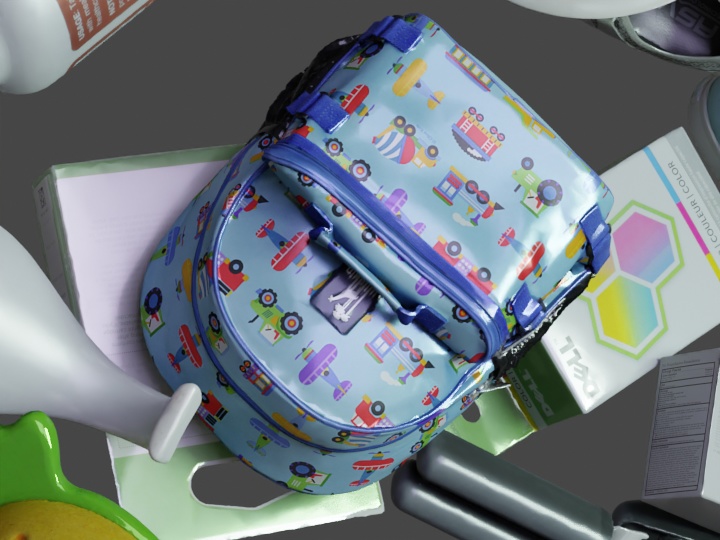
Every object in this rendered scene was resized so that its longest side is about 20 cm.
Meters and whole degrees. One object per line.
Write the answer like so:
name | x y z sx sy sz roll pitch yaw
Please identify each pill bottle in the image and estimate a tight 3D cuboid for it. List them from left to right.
pill bottle | -0.160 -0.162 1.250 0.200 0.112 0.112 -43 95 -27

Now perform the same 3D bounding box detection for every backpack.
backpack | 0.000 0.000 1.214 0.183 0.135 0.200 46 68 -2

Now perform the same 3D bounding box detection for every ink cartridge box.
ink cartridge box | -0.077 0.038 1.271 0.145 0.048 0.201 -8 81 -25
ink cartridge box | 0.116 0.016 1.353 0.199 0.059 0.104 -31 91 -26

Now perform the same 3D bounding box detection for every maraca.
maraca | -0.149 0.157 1.170 0.137 0.107 0.200 -35 92 13

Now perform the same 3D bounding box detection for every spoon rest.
spoon rest | -0.164 0.038 1.202 0.199 0.061 0.100 27 79 18

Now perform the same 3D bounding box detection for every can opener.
can opener | 0.109 0.138 1.331 0.199 0.053 0.067 24 34 -18

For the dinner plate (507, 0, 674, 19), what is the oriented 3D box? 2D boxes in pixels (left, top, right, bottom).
dinner plate | 0.118 -0.227 1.293 0.199 0.024 0.201 0 74 0

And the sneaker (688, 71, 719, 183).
sneaker | 0.268 -0.036 1.420 0.200 0.082 0.074 48 65 -5

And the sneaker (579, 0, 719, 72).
sneaker | 0.136 -0.171 1.379 0.199 0.082 0.075 23 102 -7

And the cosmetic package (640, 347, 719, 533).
cosmetic package | 0.241 0.113 1.359 0.199 0.051 0.083 25 69 -34
